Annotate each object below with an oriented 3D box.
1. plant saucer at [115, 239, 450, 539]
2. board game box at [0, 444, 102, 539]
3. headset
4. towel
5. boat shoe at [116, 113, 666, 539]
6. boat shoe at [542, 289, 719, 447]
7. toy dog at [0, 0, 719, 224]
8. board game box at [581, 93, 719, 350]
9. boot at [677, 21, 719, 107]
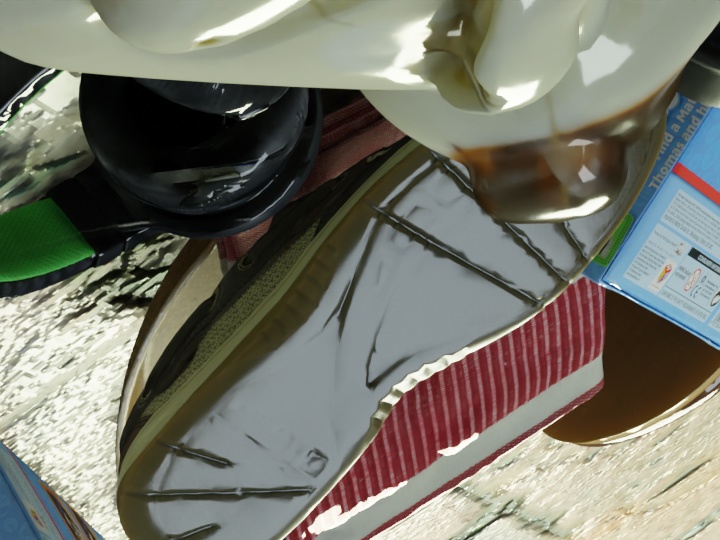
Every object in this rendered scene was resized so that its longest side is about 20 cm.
[{"bbox_3d":[-0.004,0.016,0.949,0.200,0.035,0.200,-24,139,-23],"label":"plant saucer"},{"bbox_3d":[-0.089,0.141,0.966,0.037,0.151,0.200,-32,158,-1],"label":"board game box"},{"bbox_3d":[-0.031,-0.051,0.739,0.200,0.094,0.124,-33,160,-22],"label":"headset"},{"bbox_3d":[0.021,0.006,0.915,0.144,0.023,0.200,-30,143,-19],"label":"towel"},{"bbox_3d":[0.000,0.001,0.815,0.201,0.066,0.072,-45,123,5],"label":"boat shoe"},{"bbox_3d":[0.159,0.007,1.169,0.200,0.070,0.070,-40,154,15],"label":"boat shoe"},{"bbox_3d":[0.004,-0.078,0.617,0.200,0.140,0.194,17,134,-44],"label":"toy dog"},{"bbox_3d":[0.144,-0.075,0.934,0.200,0.037,0.151,-57,156,4],"label":"board game box"},{"bbox_3d":[0.147,-0.150,0.722,0.211,0.079,0.158,-56,171,-27],"label":"boot"}]
